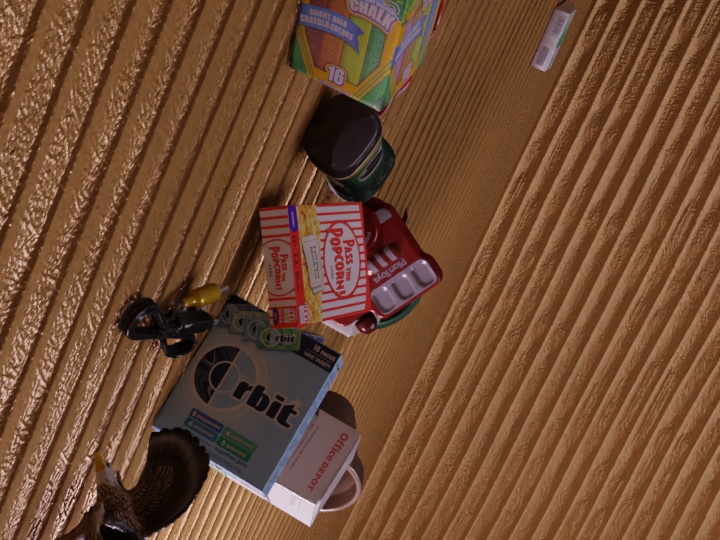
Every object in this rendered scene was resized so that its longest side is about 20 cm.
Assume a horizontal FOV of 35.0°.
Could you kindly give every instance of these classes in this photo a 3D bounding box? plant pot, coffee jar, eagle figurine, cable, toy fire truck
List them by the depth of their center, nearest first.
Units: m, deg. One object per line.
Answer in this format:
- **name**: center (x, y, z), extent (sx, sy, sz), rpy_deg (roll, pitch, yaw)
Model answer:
- **cable**: center (-0.221, 0.056, 1.269), extent (0.097, 0.050, 0.199), rpy_deg (-48, 161, 17)
- **eagle figurine**: center (-0.264, 0.270, 1.302), extent (0.200, 0.150, 0.153), rpy_deg (-11, 108, -69)
- **coffee jar**: center (-0.014, -0.160, 1.524), extent (0.105, 0.085, 0.200), rpy_deg (-52, 168, -3)
- **toy fire truck**: center (0.000, 0.000, 1.666), extent (0.199, 0.169, 0.112), rpy_deg (-35, -179, 17)
- **plant pot**: center (-0.077, 0.326, 2.152), extent (0.202, 0.197, 0.176), rpy_deg (106, 0, -46)

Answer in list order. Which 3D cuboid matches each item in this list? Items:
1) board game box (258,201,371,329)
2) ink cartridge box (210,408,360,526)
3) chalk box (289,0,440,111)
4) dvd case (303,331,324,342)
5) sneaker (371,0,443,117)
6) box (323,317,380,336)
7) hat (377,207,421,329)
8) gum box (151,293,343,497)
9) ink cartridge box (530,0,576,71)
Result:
- **board game box**: center (-0.056, -0.011, 1.505), extent (0.199, 0.046, 0.154), rpy_deg (-11, 96, -62)
- **ink cartridge box**: center (-0.120, 0.272, 1.746), extent (0.146, 0.198, 0.085), rpy_deg (-53, 167, -36)
- **chalk box**: center (0.015, -0.303, 1.239), extent (0.124, 0.123, 0.201), rpy_deg (-52, 164, -41)
- **dvd case**: center (-0.119, 0.173, 1.983), extent (0.144, 0.017, 0.200), rpy_deg (-62, 170, -1)
- **sneaker**: center (0.054, -0.309, 1.569), extent (0.201, 0.078, 0.116), rpy_deg (-54, -179, 23)
- **box**: center (-0.016, 0.054, 1.986), extent (0.079, 0.094, 0.200), rpy_deg (-63, 167, 7)
- **hat**: center (0.022, -0.004, 2.217), extent (0.198, 0.177, 0.167), rpy_deg (-1, 129, -34)
- **gum box**: center (-0.142, 0.158, 1.464), extent (0.201, 0.168, 0.045), rpy_deg (-58, 168, -17)
- **ink cartridge box**: center (0.512, -0.611, 2.946), extent (0.200, 0.050, 0.163), rpy_deg (-39, 154, -58)
